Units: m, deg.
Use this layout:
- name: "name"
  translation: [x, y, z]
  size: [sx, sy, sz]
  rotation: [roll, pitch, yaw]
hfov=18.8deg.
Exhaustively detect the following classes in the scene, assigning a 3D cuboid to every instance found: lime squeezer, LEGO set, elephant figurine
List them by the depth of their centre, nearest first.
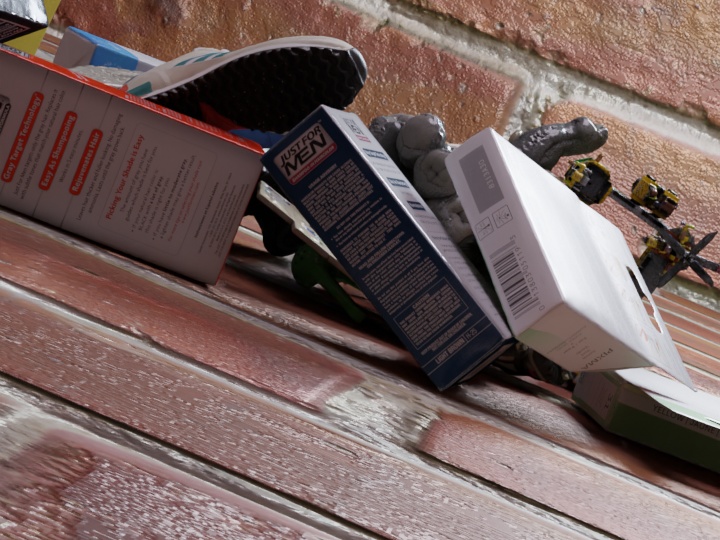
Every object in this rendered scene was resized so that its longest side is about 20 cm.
- name: "lime squeezer"
  translation: [-0.019, 0.002, 1.702]
  size: [0.070, 0.038, 0.200]
  rotation: [22, 5, 2]
- name: "LEGO set"
  translation: [0.185, 0.009, 1.762]
  size: [0.154, 0.200, 0.116]
  rotation: [42, 7, -4]
- name: "elephant figurine"
  translation: [0.094, -0.059, 1.826]
  size: [0.155, 0.142, 0.200]
  rotation: [-4, -4, 41]

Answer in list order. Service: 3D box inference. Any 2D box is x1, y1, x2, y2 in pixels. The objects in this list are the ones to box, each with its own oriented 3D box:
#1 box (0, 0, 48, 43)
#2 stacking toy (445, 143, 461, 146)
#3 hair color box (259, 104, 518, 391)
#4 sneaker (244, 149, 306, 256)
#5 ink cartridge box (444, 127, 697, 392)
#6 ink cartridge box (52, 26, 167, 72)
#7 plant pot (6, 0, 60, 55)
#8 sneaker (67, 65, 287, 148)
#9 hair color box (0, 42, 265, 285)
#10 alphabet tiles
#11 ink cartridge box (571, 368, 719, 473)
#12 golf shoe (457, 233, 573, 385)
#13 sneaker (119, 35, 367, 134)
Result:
- name: "box"
  translation: [-0.345, -0.197, 1.439]
  size: [0.199, 0.124, 0.198]
  rotation: [-17, -6, 14]
- name: "stacking toy"
  translation: [0.097, -0.006, 1.910]
  size: [0.146, 0.146, 0.200]
  rotation: [17, 23, -40]
- name: "hair color box"
  translation: [0.024, -0.015, 1.481]
  size: [0.200, 0.060, 0.100]
  rotation: [53, 10, 8]
- name: "sneaker"
  translation: [-0.074, -0.077, 1.779]
  size: [0.200, 0.076, 0.091]
  rotation: [41, 24, -61]
- name: "ink cartridge box"
  translation: [0.150, 0.005, 1.549]
  size: [0.200, 0.050, 0.161]
  rotation: [34, 29, -50]
- name: "ink cartridge box"
  translation: [-0.166, -0.111, 1.795]
  size: [0.200, 0.116, 0.067]
  rotation: [18, 7, -35]
- name: "plant pot"
  translation: [-0.431, -0.310, 2.318]
  size: [0.200, 0.195, 0.195]
  rotation: [24, 3, -44]
- name: "sneaker"
  translation: [-0.133, -0.087, 1.653]
  size: [0.199, 0.112, 0.077]
  rotation: [6, 19, -2]
- name: "hair color box"
  translation: [-0.175, -0.073, 1.487]
  size: [0.199, 0.102, 0.061]
  rotation: [22, 7, -12]
- name: "alphabet tiles"
  translation: [0.000, 0.000, 1.654]
  size: [0.200, 0.006, 0.166]
  rotation: [39, 5, -7]
- name: "ink cartridge box"
  translation: [0.248, 0.120, 1.582]
  size: [0.145, 0.048, 0.200]
  rotation: [21, 8, -12]
- name: "golf shoe"
  translation: [0.094, 0.033, 1.615]
  size: [0.088, 0.077, 0.200]
  rotation: [5, -23, 27]
- name: "sneaker"
  translation: [-0.090, -0.138, 1.551]
  size: [0.094, 0.199, 0.070]
  rotation: [-84, 153, -53]
